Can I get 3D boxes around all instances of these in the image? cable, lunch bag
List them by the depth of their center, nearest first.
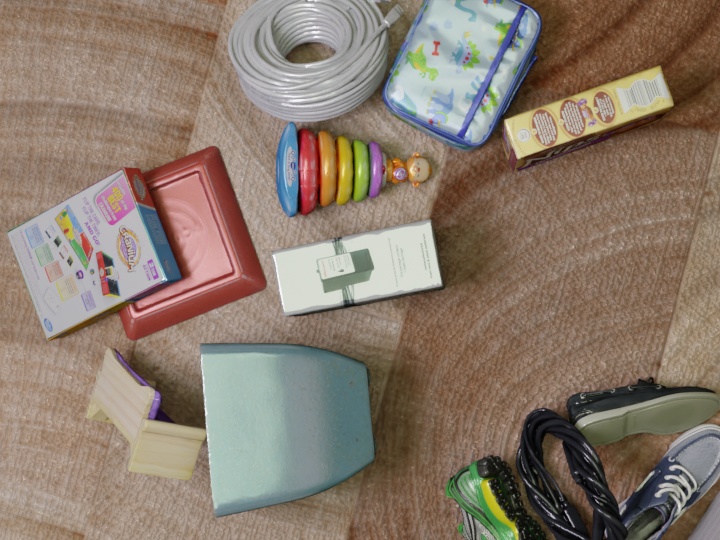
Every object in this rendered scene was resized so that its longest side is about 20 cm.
[{"bbox_3d":[0.248,0.260,1.467,0.050,0.163,0.202,-17,77,-18],"label":"cable"},{"bbox_3d":[-0.063,-0.275,1.528,0.198,0.070,0.201,18,60,17],"label":"cable"},{"bbox_3d":[0.131,-0.262,1.543,0.159,0.082,0.202,28,90,3],"label":"lunch bag"}]

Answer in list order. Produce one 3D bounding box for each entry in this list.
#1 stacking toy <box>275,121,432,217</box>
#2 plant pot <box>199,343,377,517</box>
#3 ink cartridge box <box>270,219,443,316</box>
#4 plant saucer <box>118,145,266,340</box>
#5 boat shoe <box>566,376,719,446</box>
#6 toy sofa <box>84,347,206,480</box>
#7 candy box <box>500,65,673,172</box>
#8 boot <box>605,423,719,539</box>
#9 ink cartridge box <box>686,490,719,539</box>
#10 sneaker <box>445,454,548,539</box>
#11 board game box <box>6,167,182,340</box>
[{"bbox_3d":[-0.006,-0.125,1.545,0.197,0.110,0.118,0,90,-7],"label":"stacking toy"},{"bbox_3d":[-0.085,0.178,1.486,0.197,0.196,0.199,-6,86,-5],"label":"plant pot"},{"bbox_3d":[0.000,0.000,1.505,0.197,0.147,0.084,-10,87,5],"label":"ink cartridge box"},{"bbox_3d":[-0.246,-0.037,1.581,0.197,0.037,0.202,-21,86,3],"label":"plant saucer"},{"bbox_3d":[0.345,0.164,1.507,0.197,0.075,0.066,-13,45,-9],"label":"boat shoe"},{"bbox_3d":[-0.259,0.171,1.486,0.082,0.199,0.099,16,94,-31],"label":"toy sofa"},{"bbox_3d":[0.275,-0.185,1.508,0.198,0.117,0.057,-20,86,2],"label":"candy box"},{"bbox_3d":[0.381,0.271,1.486,0.073,0.090,0.200,42,91,4],"label":"boot"},{"bbox_3d":[0.443,0.298,1.426,0.050,0.200,0.162,34,90,5],"label":"ink cartridge box"},{"bbox_3d":[0.175,0.329,1.519,0.085,0.078,0.202,-25,91,34],"label":"sneaker"},{"bbox_3d":[-0.340,-0.019,1.554,0.198,0.040,0.155,-24,84,21],"label":"board game box"}]
